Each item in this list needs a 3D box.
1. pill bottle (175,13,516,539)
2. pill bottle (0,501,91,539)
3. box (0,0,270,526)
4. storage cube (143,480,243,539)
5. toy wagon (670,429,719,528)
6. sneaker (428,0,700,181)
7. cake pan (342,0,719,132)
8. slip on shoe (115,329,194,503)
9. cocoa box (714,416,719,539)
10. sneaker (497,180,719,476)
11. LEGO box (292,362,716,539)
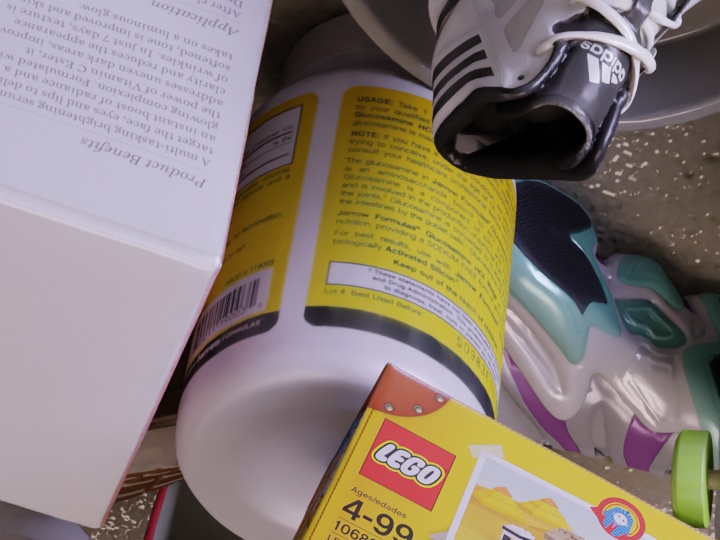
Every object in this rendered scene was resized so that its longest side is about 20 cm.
[{"bbox_3d":[0.000,0.000,1.046,0.112,0.201,0.113,5,136,5],"label":"pill bottle"},{"bbox_3d":[-0.167,0.138,1.203,0.112,0.200,0.114,-2,97,-15],"label":"pill bottle"},{"bbox_3d":[-0.106,-0.041,1.010,0.106,0.201,0.153,18,136,-10],"label":"box"},{"bbox_3d":[-0.024,0.189,1.247,0.170,0.201,0.180,16,139,0],"label":"storage cube"},{"bbox_3d":[0.187,0.113,0.962,0.154,0.040,0.201,2,131,14],"label":"toy wagon"},{"bbox_3d":[0.101,-0.092,0.922,0.076,0.116,0.200,37,126,-26],"label":"sneaker"},{"bbox_3d":[0.083,-0.135,0.989,0.199,0.037,0.201,3,134,4],"label":"cake pan"},{"bbox_3d":[-0.065,0.049,1.127,0.076,0.061,0.200,-24,172,41],"label":"slip on shoe"},{"bbox_3d":[0.224,0.047,1.059,0.133,0.201,0.131,32,131,-19],"label":"cocoa box"},{"bbox_3d":[0.090,0.056,1.186,0.200,0.078,0.140,38,131,-15],"label":"sneaker"},{"bbox_3d":[0.060,0.145,0.903,0.199,0.149,0.077,28,136,-1],"label":"LEGO box"}]
